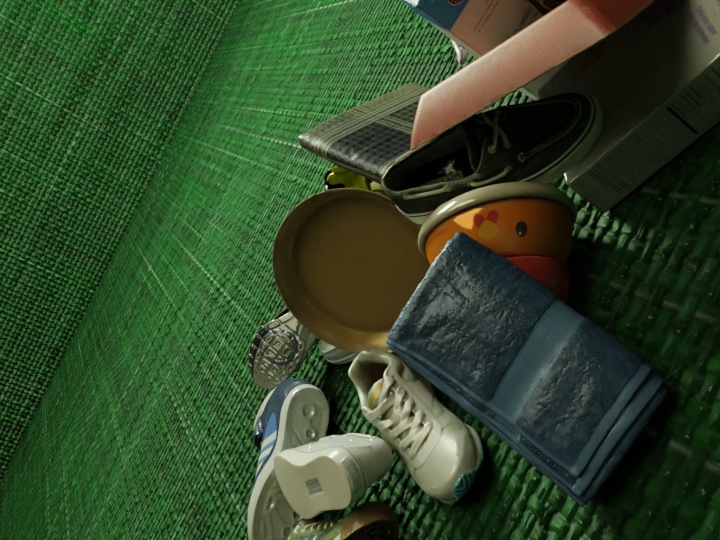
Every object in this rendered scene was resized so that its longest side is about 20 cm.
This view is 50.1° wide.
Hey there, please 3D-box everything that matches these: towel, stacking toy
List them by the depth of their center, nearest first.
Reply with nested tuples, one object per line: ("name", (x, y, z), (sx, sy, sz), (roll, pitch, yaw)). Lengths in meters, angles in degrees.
("towel", (0.119, 0.067, 0.581), (0.199, 0.048, 0.113), (38, 101, 23))
("stacking toy", (0.132, 0.041, 0.658), (0.145, 0.144, 0.205), (-33, 57, 45))
("towel", (0.061, -0.144, 0.843), (0.191, 0.035, 0.198), (27, 45, 38))

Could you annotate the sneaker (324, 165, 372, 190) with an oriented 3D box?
("sneaker", (-0.003, -0.118, 1.031), (0.060, 0.103, 0.202), (-48, 30, 25))

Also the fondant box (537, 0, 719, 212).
("fondant box", (0.253, -0.170, 0.665), (0.200, 0.058, 0.146), (-43, 33, 33))

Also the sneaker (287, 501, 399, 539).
("sneaker", (-0.040, 0.279, 0.776), (0.202, 0.066, 0.091), (-55, 32, 23))

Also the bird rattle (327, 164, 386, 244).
("bird rattle", (0.056, -0.086, 0.892), (0.160, 0.199, 0.115), (15, 119, 34))

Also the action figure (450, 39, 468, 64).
("action figure", (0.126, -0.381, 0.925), (0.147, 0.200, 0.136), (-31, 49, 17))

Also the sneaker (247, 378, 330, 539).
("sneaker", (-0.094, 0.232, 0.929), (0.146, 0.079, 0.205), (161, 124, -71))

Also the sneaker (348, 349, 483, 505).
("sneaker", (0.046, 0.145, 0.731), (0.077, 0.080, 0.200), (-57, 28, 7))

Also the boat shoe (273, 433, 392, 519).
("boat shoe", (-0.031, 0.198, 0.775), (0.073, 0.067, 0.200), (63, 150, 11))

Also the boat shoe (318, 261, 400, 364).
("boat shoe", (0.008, 0.040, 0.912), (0.201, 0.064, 0.076), (-41, 33, 37))

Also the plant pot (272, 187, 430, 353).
("plant pot", (0.000, 0.000, 0.835), (0.200, 0.199, 0.028), (-44, 11, 32))

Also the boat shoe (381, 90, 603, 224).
("boat shoe", (0.112, -0.101, 0.665), (0.197, 0.063, 0.072), (-26, 61, 19))

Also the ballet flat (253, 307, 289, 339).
("ballet flat", (-0.095, 0.068, 1.095), (0.199, 0.046, 0.069), (-39, 36, 40))

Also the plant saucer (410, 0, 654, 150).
("plant saucer", (0.148, -0.187, 0.637), (0.198, 0.037, 0.199), (-25, 11, 46))

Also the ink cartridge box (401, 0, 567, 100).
("ink cartridge box", (0.152, -0.295, 0.804), (0.149, 0.198, 0.145), (-54, 25, 15))

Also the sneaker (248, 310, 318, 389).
("sneaker", (-0.068, 0.071, 0.993), (0.074, 0.087, 0.201), (41, 100, 22))

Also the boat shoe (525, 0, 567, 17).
("boat shoe", (0.188, -0.263, 0.704), (0.073, 0.198, 0.061), (-62, 20, 13))
